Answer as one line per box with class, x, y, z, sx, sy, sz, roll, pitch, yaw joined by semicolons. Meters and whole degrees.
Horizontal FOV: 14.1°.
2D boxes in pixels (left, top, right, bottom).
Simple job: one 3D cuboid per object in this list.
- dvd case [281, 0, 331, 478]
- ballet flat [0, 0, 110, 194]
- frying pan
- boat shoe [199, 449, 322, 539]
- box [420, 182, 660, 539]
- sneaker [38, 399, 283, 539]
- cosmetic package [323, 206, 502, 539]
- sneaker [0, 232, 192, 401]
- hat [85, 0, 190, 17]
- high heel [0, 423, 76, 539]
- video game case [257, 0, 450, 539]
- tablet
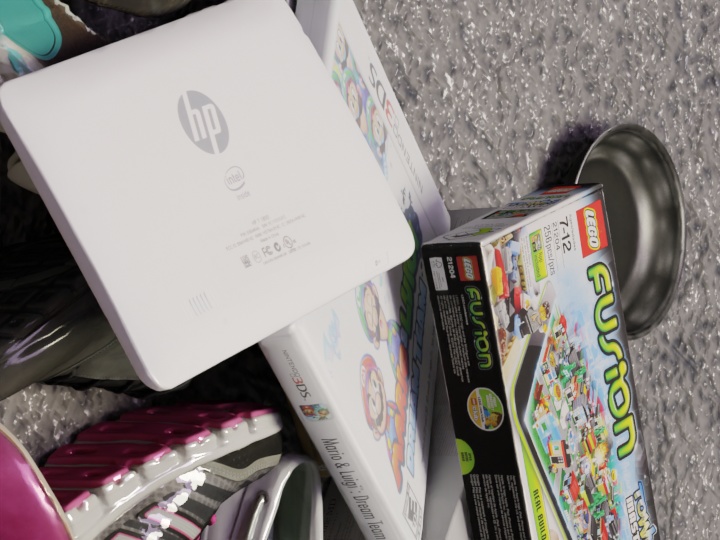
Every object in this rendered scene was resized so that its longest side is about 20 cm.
dvd case;-0.026;-0.032;1.300;0.149;0.016;0.201;-69;148;-55
ballet flat;-0.131;-0.072;1.161;0.200;0.072;0.072;48;50;-14
frying pan;0.143;0.016;1.557;0.115;0.031;0.191;-24;109;-50
boat shoe;-0.049;0.175;1.275;0.073;0.066;0.201;-3;90;-51
box;0.087;0.069;1.350;0.110;0.035;0.201;-26;109;-51
sneaker;-0.102;0.121;1.211;0.200;0.073;0.088;-34;113;-42
cosmetic package;0.045;0.065;1.392;0.051;0.082;0.201;47;54;-42
sneaker;-0.105;0.020;1.214;0.200;0.076;0.091;-36;119;-46
hat;-0.094;-0.158;1.217;0.200;0.200;0.081;-29;151;-48
high heel;-0.184;0.071;1.089;0.096;0.067;0.201;-39;109;-18
video game case;0.000;0.000;1.305;0.182;0.024;0.201;64;26;-48
tablet;-0.056;-0.038;1.157;0.200;0.014;0.131;-28;89;-56
